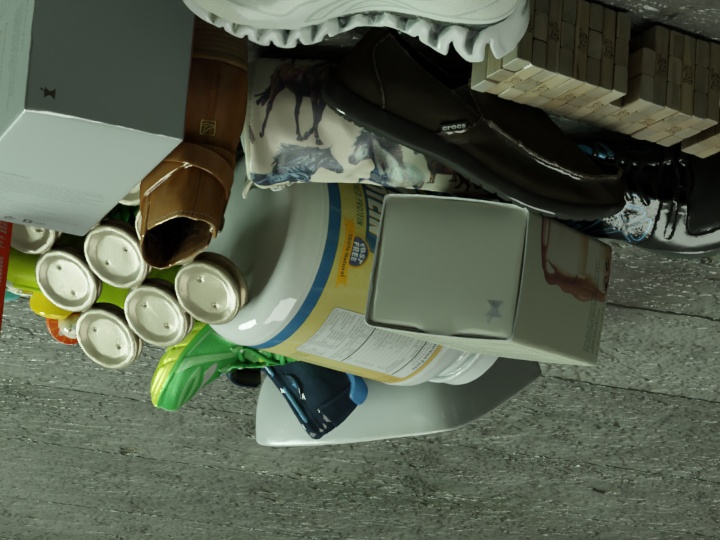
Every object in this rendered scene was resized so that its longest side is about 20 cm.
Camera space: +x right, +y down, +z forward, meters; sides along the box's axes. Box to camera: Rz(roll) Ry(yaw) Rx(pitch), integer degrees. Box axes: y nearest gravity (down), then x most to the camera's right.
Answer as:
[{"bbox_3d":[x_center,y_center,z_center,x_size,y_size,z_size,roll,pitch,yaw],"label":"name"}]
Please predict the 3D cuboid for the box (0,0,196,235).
[{"bbox_3d":[-0.177,-0.113,1.553,0.097,0.125,0.200,11,161,-20],"label":"box"}]

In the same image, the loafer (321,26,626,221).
[{"bbox_3d":[0.077,-0.092,1.574,0.199,0.072,0.073,24,-168,-5],"label":"loafer"}]

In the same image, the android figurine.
[{"bbox_3d":[-0.211,-0.009,1.893,0.199,0.041,0.182,13,-170,11],"label":"android figurine"}]

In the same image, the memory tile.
[{"bbox_3d":[-0.177,-0.032,1.749,0.153,0.017,0.200,-25,105,36],"label":"memory tile"}]

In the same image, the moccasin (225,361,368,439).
[{"bbox_3d":[-0.083,0.059,2.000,0.200,0.068,0.080,36,175,40],"label":"moccasin"}]

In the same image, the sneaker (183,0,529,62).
[{"bbox_3d":[-0.002,-0.170,1.445,0.199,0.075,0.081,2,148,-1],"label":"sneaker"}]

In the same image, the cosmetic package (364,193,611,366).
[{"bbox_3d":[0.087,0.008,1.675,0.103,0.088,0.200,7,177,20],"label":"cosmetic package"}]

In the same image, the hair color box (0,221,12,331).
[{"bbox_3d":[-0.278,-0.038,1.681,0.101,0.201,0.061,-11,156,40],"label":"hair color box"}]

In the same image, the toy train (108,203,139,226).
[{"bbox_3d":[-0.135,-0.062,1.803,0.042,0.057,0.200,12,162,-18],"label":"toy train"}]

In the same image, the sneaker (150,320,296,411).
[{"bbox_3d":[-0.073,0.044,1.919,0.200,0.084,0.074,-39,180,3],"label":"sneaker"}]

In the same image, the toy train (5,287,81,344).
[{"bbox_3d":[-0.234,0.019,1.982,0.199,0.056,0.150,9,-167,3],"label":"toy train"}]

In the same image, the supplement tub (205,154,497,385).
[{"bbox_3d":[0.000,0.000,1.822,0.199,0.145,0.144,16,159,-32],"label":"supplement tub"}]

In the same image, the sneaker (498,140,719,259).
[{"bbox_3d":[0.184,-0.051,1.738,0.199,0.074,0.082,-5,161,25],"label":"sneaker"}]

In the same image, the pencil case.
[{"bbox_3d":[0.021,-0.086,1.654,0.199,0.078,0.090,5,126,-2],"label":"pencil case"}]

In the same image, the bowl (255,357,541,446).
[{"bbox_3d":[0.026,0.078,2.076,0.199,0.075,0.200,-8,-172,29],"label":"bowl"}]

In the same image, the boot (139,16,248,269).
[{"bbox_3d":[-0.115,-0.073,1.608,0.073,0.155,0.200,6,162,-8],"label":"boot"}]

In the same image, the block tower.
[{"bbox_3d":[0.156,-0.120,1.566,0.199,0.058,0.054,16,158,-28],"label":"block tower"}]
